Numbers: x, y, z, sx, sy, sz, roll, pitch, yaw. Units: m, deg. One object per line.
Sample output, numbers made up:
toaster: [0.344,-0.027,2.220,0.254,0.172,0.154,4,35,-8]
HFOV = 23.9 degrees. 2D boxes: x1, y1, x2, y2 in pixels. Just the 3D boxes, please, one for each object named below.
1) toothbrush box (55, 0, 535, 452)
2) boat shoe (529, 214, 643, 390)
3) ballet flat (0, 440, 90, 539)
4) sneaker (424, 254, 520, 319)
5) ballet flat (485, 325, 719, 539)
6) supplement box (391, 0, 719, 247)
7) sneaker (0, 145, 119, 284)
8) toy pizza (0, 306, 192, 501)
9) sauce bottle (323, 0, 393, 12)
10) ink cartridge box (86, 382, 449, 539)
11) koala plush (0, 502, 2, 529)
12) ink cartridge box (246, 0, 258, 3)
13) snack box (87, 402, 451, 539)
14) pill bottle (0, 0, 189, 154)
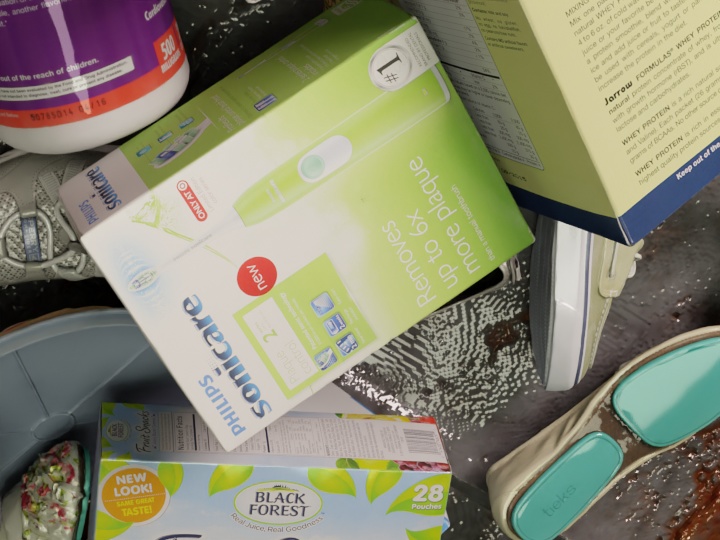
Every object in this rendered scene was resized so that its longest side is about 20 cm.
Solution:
toothbrush box: [-0.033,-0.028,0.889,0.199,0.086,0.146,-33,116,-5]
boat shoe: [0.140,-0.019,1.023,0.062,0.072,0.201,0,114,-6]
ballet flat: [-0.202,0.176,1.040,0.064,0.076,0.201,1,137,-14]
sneaker: [0.000,0.000,1.004,0.199,0.082,0.075,-17,119,0]
ballet flat: [0.162,0.095,1.091,0.200,0.070,0.070,-37,117,4]
supplement box: [0.133,-0.161,0.876,0.200,0.134,0.200,-39,119,-16]
sneaker: [-0.143,-0.031,0.953,0.199,0.082,0.075,-14,117,-6]
toy pizza: [-0.187,0.081,1.009,0.199,0.032,0.201,-21,149,-13]
sauce bottle: [0.010,-0.125,0.951,0.064,0.065,0.201,-1,116,-8]
ink cartridge box: [-0.064,0.170,1.081,0.144,0.085,0.200,37,107,-23]
koala plush: [-0.289,0.173,0.881,0.183,0.201,0.178,22,135,-17]
ink cartridge box: [-0.036,-0.250,0.802,0.146,0.200,0.147,-30,117,7]
snack box: [-0.059,0.167,0.994,0.199,0.068,0.169,3,116,-11]
pill bottle: [-0.164,-0.169,0.874,0.112,0.113,0.201,-15,119,-1]
